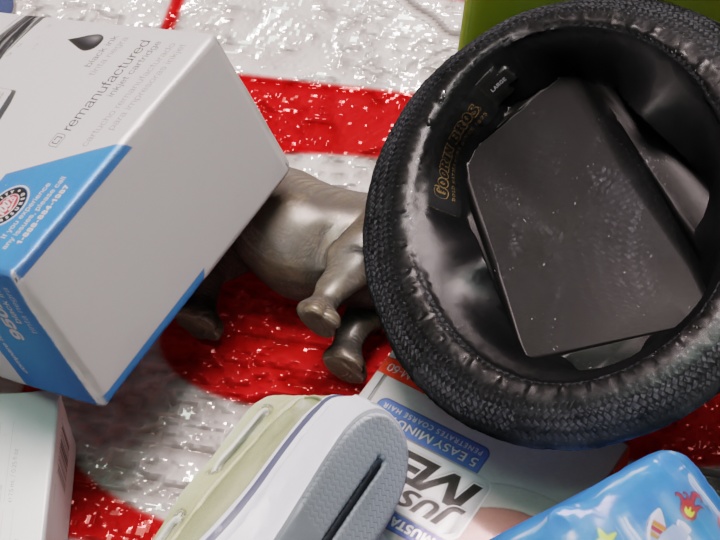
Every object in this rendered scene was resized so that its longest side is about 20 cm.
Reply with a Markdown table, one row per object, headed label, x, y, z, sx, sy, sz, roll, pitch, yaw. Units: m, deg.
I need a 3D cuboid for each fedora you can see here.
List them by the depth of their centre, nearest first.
| label | x | y | z | sx | sy | sz | roll | pitch | yaw |
| --- | --- | --- | --- | --- | --- | --- | --- | --- | --- |
| fedora | 0.098 | -0.010 | 0.772 | 0.199 | 0.092 | 0.202 | -11 | 61 | 21 |

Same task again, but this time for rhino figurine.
| label | x | y | z | sx | sy | sz | roll | pitch | yaw |
| --- | --- | --- | --- | --- | --- | --- | --- | --- | --- |
| rhino figurine | 0.000 | 0.000 | 0.856 | 0.199 | 0.060 | 0.088 | 16 | 58 | 15 |

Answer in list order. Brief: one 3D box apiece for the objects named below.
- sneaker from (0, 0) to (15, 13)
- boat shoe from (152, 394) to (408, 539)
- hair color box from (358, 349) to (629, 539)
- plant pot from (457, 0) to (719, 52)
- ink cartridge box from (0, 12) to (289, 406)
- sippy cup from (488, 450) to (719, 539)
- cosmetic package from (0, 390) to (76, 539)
| label | x | y | z | sx | sy | sz | roll | pitch | yaw |
| --- | --- | --- | --- | --- | --- | --- | --- | --- | --- |
| sneaker | -0.269 | -0.135 | 0.949 | 0.080 | 0.115 | 0.199 | 34 | 62 | 28 |
| boat shoe | -0.056 | 0.125 | 0.693 | 0.062 | 0.072 | 0.200 | 6 | 45 | 43 |
| hair color box | 0.011 | 0.133 | 0.750 | 0.110 | 0.064 | 0.200 | 25 | 60 | 22 |
| plant pot | 0.144 | -0.158 | 0.885 | 0.180 | 0.200 | 0.201 | 8 | 52 | 3 |
| ink cartridge box | -0.156 | -0.036 | 0.840 | 0.199 | 0.084 | 0.145 | 11 | 53 | 39 |
| sippy cup | 0.101 | 0.139 | 0.665 | 0.139 | 0.178 | 0.131 | -34 | 79 | 26 |
| cosmetic package | -0.199 | 0.146 | 0.767 | 0.150 | 0.052 | 0.201 | -1 | 53 | 2 |
